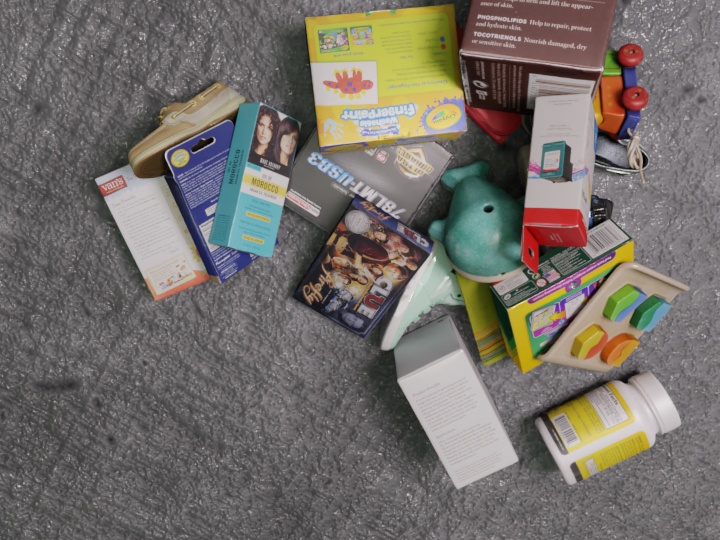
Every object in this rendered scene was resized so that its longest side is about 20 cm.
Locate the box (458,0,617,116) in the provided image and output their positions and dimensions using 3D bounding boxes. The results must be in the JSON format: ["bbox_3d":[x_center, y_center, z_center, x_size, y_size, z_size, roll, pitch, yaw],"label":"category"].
[{"bbox_3d":[0.226,-0.315,0.765,0.162,0.166,0.202,12,85,15],"label":"box"}]

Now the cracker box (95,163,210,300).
[{"bbox_3d":[-0.286,-0.074,0.930,0.133,0.058,0.202,-21,105,4],"label":"cracker box"}]

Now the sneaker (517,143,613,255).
[{"bbox_3d":[0.307,-0.105,0.909,0.110,0.077,0.202,-19,108,11],"label":"sneaker"}]

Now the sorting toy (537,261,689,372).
[{"bbox_3d":[0.381,0.082,0.917,0.184,0.037,0.201,14,122,-39],"label":"sorting toy"}]

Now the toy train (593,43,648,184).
[{"bbox_3d":[0.322,-0.211,0.841,0.114,0.085,0.202,2,68,8],"label":"toy train"}]

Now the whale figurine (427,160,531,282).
[{"bbox_3d":[0.169,-0.084,0.863,0.157,0.202,0.104,-14,147,5],"label":"whale figurine"}]

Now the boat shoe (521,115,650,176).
[{"bbox_3d":[0.330,-0.193,0.893,0.198,0.062,0.073,24,103,-9],"label":"boat shoe"}]

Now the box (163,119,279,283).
[{"bbox_3d":[-0.198,-0.099,0.880,0.032,0.121,0.202,11,128,42],"label":"box"}]

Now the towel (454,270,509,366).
[{"bbox_3d":[0.204,0.060,0.941,0.085,0.018,0.201,-28,126,-7],"label":"towel"}]

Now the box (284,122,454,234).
[{"bbox_3d":[0.004,-0.142,0.918,0.199,0.050,0.199,33,102,-8],"label":"box"}]

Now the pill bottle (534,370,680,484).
[{"bbox_3d":[0.393,0.248,0.987,0.199,0.114,0.115,-28,103,8],"label":"pill bottle"}]

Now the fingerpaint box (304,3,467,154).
[{"bbox_3d":[0.032,-0.254,0.833,0.197,0.073,0.169,-8,93,-4],"label":"fingerpaint box"}]

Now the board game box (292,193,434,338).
[{"bbox_3d":[0.000,0.000,0.924,0.135,0.035,0.201,30,125,-7],"label":"board game box"}]

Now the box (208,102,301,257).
[{"bbox_3d":[-0.147,-0.126,0.871,0.082,0.049,0.202,14,87,-48],"label":"box"}]

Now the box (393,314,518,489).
[{"bbox_3d":[0.142,0.197,0.953,0.106,0.152,0.201,-27,103,8],"label":"box"}]

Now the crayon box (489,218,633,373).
[{"bbox_3d":[0.300,0.043,0.907,0.199,0.059,0.173,-28,137,-1],"label":"crayon box"}]

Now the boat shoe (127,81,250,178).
[{"bbox_3d":[-0.245,-0.198,0.856,0.066,0.074,0.200,45,56,6],"label":"boat shoe"}]

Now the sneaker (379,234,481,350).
[{"bbox_3d":[0.112,0.056,0.957,0.117,0.074,0.202,26,105,-10],"label":"sneaker"}]

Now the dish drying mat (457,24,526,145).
[{"bbox_3d":[0.161,-0.279,0.895,0.200,0.018,0.077,42,100,-10],"label":"dish drying mat"}]

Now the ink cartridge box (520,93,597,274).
[{"bbox_3d":[0.249,-0.100,0.768,0.067,0.116,0.203,4,83,26],"label":"ink cartridge box"}]
